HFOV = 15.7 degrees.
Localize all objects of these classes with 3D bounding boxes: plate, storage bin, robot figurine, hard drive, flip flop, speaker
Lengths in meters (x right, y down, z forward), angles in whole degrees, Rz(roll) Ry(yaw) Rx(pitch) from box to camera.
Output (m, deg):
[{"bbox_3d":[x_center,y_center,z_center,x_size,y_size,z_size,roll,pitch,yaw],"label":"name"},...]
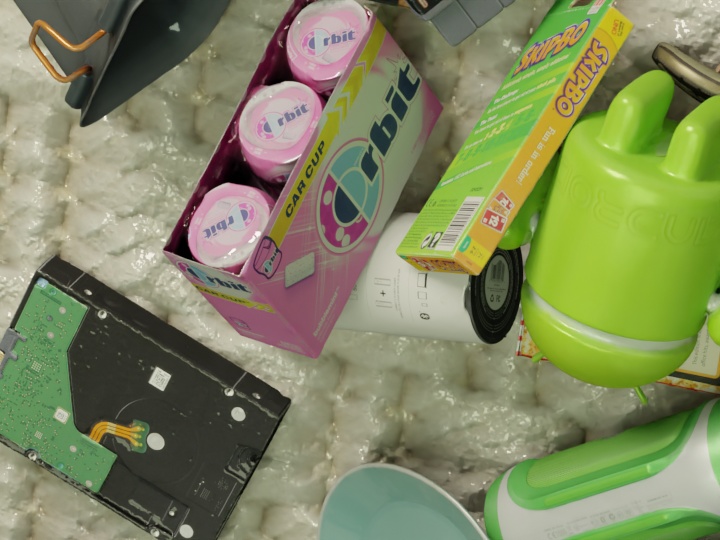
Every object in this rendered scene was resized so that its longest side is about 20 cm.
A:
[{"bbox_3d":[0.046,0.222,1.782,0.199,0.025,0.202,25,125,41],"label":"plate"},{"bbox_3d":[-0.163,-0.199,1.628,0.134,0.145,0.200,48,153,6],"label":"storage bin"},{"bbox_3d":[0.164,-0.017,1.582,0.174,0.116,0.201,23,117,16],"label":"robot figurine"},{"bbox_3d":[-0.163,0.097,1.825,0.199,0.038,0.140,30,116,3],"label":"hard drive"},{"bbox_3d":[0.276,-0.112,1.592,0.198,0.081,0.058,13,88,15],"label":"flip flop"},{"bbox_3d":[0.178,0.144,1.693,0.199,0.088,0.089,-22,103,36],"label":"speaker"},{"bbox_3d":[0.000,0.000,1.690,0.199,0.081,0.082,5,113,29],"label":"speaker"}]

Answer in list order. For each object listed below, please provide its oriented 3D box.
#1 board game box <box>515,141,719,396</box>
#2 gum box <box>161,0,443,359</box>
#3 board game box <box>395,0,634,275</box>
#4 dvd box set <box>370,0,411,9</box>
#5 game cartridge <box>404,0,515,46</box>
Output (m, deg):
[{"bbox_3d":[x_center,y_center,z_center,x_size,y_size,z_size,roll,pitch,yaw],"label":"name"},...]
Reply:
[{"bbox_3d":[0.206,-0.002,1.666,0.198,0.046,0.153,12,114,13],"label":"board game box"},{"bbox_3d":[-0.031,-0.063,1.621,0.066,0.201,0.114,16,160,32],"label":"gum box"},{"bbox_3d":[0.098,-0.087,1.593,0.030,0.095,0.201,33,80,-18],"label":"board game box"},{"bbox_3d":[0.047,-0.255,1.584,0.145,0.029,0.201,10,119,-28],"label":"dvd box set"},{"bbox_3d":[0.051,-0.235,1.558,0.129,0.038,0.200,-40,129,3],"label":"game cartridge"}]
